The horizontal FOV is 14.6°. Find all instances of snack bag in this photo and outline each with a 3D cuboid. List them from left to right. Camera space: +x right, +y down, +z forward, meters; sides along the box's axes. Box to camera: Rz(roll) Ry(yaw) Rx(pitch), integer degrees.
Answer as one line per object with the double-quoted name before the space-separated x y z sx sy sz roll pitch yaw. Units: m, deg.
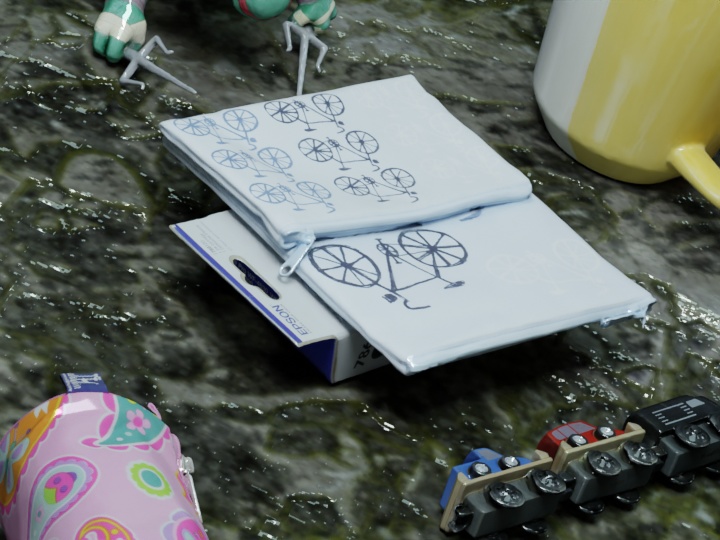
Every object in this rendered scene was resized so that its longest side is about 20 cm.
"snack bag" 0.025 -0.026 1.394 0.188 0.021 0.200 -12 46 -43

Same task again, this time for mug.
"mug" 0.167 -0.123 1.567 0.149 0.154 0.187 19 33 -7

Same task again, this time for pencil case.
"pencil case" -0.083 0.134 1.110 0.087 0.088 0.200 2 37 -29

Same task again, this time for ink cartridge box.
"ink cartridge box" 0.000 0.000 1.395 0.200 0.039 0.099 -15 49 -46

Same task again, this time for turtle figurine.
"turtle figurine" -0.077 -0.166 1.538 0.149 0.101 0.200 3 32 -29

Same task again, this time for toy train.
"toy train" 0.108 0.091 1.336 0.200 0.034 0.046 -13 44 -43
